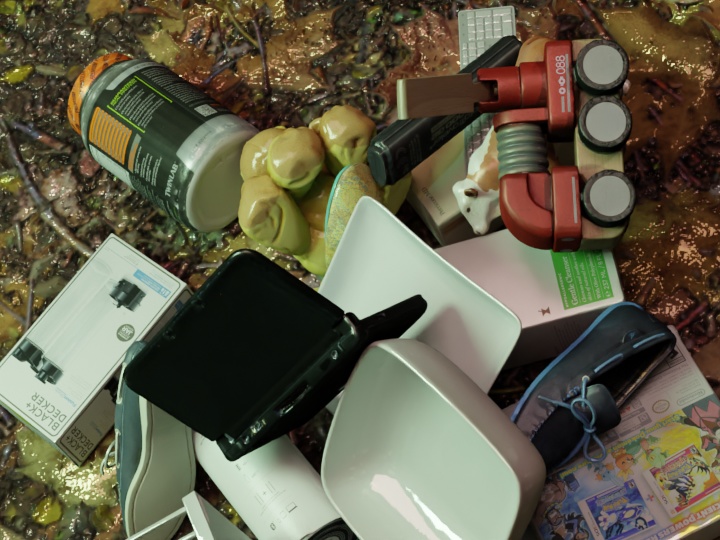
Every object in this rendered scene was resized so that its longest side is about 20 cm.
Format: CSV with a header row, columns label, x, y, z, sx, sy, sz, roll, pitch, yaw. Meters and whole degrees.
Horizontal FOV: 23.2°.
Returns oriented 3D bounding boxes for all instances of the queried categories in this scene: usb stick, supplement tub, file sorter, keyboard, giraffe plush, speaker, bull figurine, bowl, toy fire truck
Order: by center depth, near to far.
label,x,y,z,sx,sy,sz,roll,pitch,yaw
bowl,0.067,0.167,1.462,0.074,0.201,0.200,-22,54,-41
file sorter,-0.129,0.305,1.475,0.124,0.200,0.140,-30,57,4
toy fire truck,0.134,-0.110,1.513,0.198,0.129,0.178,-2,80,4
speaker,-0.090,0.185,1.595,0.081,0.081,0.200,-39,58,-7
bull figurine,0.165,-0.119,1.604,0.120,0.065,0.202,21,77,-1
usb stick,0.083,-0.149,1.617,0.032,0.056,0.200,32,58,33
keyboard,0.125,-0.169,1.678,0.056,0.011,0.202,-8,61,13
giraffe plush,-0.051,-0.082,1.692,0.172,0.201,0.162,-29,39,-10
supplement tub,-0.200,-0.135,1.781,0.199,0.123,0.123,36,77,30

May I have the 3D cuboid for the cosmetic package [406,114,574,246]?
label,x,y,z,sx,sy,sz,roll,pitch,yaw
cosmetic package,0.137,-0.115,1.694,0.199,0.071,0.105,-36,58,-4

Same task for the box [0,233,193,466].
label,x,y,z,sx,sy,sz,roll,pitch,yaw
box,-0.260,0.077,1.720,0.116,0.060,0.200,33,76,29

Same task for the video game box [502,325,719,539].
label,x,y,z,sx,sy,sz,roll,pitch,yaw
video game box,0.230,0.168,1.518,0.198,0.047,0.183,-26,56,-3

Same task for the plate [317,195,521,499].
label,x,y,z,sx,sy,sz,roll,pitch,yaw
plate,0.040,0.066,1.548,0.199,0.032,0.201,40,120,27

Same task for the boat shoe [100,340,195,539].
label,x,y,z,sx,sy,sz,roll,pitch,yaw
boat shoe,-0.197,0.161,1.599,0.074,0.202,0.062,-18,33,-36

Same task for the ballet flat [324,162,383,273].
label,x,y,z,sx,sy,sz,roll,pitch,yaw
ballet flat,0.000,0.000,1.618,0.070,0.202,0.071,8,27,-4

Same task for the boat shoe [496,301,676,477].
label,x,y,z,sx,sy,sz,roll,pitch,yaw
boat shoe,0.193,0.106,1.486,0.068,0.084,0.200,26,70,38

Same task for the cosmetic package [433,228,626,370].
label,x,y,z,sx,sy,sz,roll,pitch,yaw
cosmetic package,0.141,0.026,1.609,0.198,0.085,0.109,-16,62,7

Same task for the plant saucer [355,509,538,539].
label,x,y,z,sx,sy,sz,roll,pitch,yaw
plant saucer,0.073,0.268,1.523,0.199,0.039,0.203,-8,59,14

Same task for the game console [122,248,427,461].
label,x,y,z,sx,sy,sz,roll,pitch,yaw
game console,-0.071,0.060,1.497,0.200,0.175,0.117,-44,77,35
